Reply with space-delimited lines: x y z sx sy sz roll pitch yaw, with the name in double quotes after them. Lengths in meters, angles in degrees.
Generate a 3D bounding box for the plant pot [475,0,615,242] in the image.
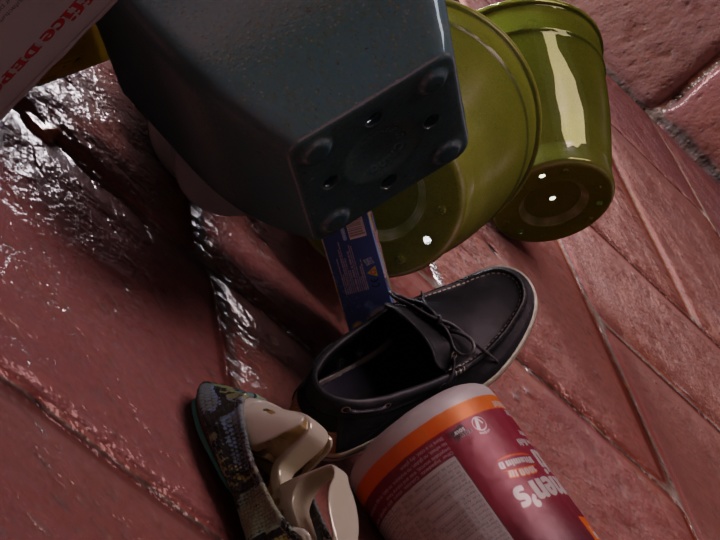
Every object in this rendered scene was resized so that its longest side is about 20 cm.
0.175 -0.140 2.253 0.200 0.200 0.193 34 34 -44 "plant pot"

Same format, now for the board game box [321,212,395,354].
0.000 0.000 1.481 0.136 0.034 0.200 -103 178 -53 "board game box"

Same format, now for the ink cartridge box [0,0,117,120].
-0.240 -0.172 1.211 0.083 0.146 0.200 54 15 25 "ink cartridge box"

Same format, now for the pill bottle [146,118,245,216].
-0.097 -0.123 1.552 0.111 0.111 0.200 41 18 -28 "pill bottle"

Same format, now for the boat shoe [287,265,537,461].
0.039 0.049 1.390 0.075 0.200 0.062 44 -33 26 "boat shoe"

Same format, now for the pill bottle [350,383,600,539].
0.089 0.177 1.350 0.200 0.110 0.110 54 16 19 "pill bottle"

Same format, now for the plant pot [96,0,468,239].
-0.036 -0.141 1.348 0.200 0.196 0.196 54 -10 28 "plant pot"

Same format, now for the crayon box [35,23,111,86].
-0.162 -0.204 1.429 0.058 0.119 0.200 26 29 20 "crayon box"

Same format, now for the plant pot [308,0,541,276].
0.027 -0.088 1.650 0.200 0.200 0.193 47 21 -8 "plant pot"

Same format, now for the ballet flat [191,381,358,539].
-0.038 0.120 1.216 0.074 0.074 0.200 35 20 -42 "ballet flat"
